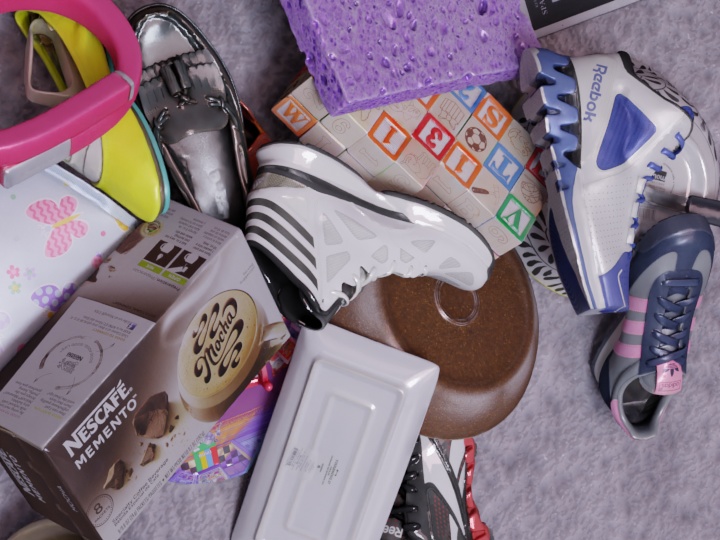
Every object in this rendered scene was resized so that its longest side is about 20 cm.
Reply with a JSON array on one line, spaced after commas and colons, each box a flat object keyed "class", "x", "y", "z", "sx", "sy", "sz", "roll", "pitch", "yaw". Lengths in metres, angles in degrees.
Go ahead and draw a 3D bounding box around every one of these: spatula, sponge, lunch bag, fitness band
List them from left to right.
[{"class": "lunch bag", "x": -0.255, "y": 0.001, "z": 1.239, "sx": 0.199, "sy": 0.127, "sz": 0.170, "roll": 31, "pitch": 81, "yaw": -12}, {"class": "fitness band", "x": -0.231, "y": -0.129, "z": 1.179, "sx": 0.143, "sy": 0.038, "sz": 0.200, "roll": 42, "pitch": 51, "yaw": 17}, {"class": "sponge", "x": 0.038, "y": -0.181, "z": 1.326, "sx": 0.199, "sy": 0.030, "sz": 0.112, "roll": -15, "pitch": 80, "yaw": -39}, {"class": "spatula", "x": 0.238, "y": -0.053, "z": 1.393, "sx": 0.199, "sy": 0.021, "sz": 0.057, "roll": 12, "pitch": 88, "yaw": -24}]

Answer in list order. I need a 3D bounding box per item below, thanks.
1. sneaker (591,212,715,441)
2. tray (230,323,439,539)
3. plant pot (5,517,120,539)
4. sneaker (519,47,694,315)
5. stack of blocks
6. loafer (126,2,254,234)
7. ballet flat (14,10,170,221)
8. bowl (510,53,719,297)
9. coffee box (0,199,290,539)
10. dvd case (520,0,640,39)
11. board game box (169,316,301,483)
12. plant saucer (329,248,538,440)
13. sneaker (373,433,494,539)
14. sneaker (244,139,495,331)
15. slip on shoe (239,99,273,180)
[{"class": "sneaker", "x": 0.237, "y": 0.048, "z": 1.415, "sx": 0.070, "sy": 0.082, "sz": 0.201, "roll": -3, "pitch": 135, "yaw": -13}, {"class": "tray", "x": -0.022, "y": 0.141, "z": 1.343, "sx": 0.107, "sy": 0.022, "sz": 0.201, "roll": 20, "pitch": 111, "yaw": 4}, {"class": "plant pot", "x": -0.169, "y": 0.289, "z": 1.280, "sx": 0.173, "sy": 0.199, "sz": 0.201, "roll": 24, "pitch": 85, "yaw": -39}, {"class": "sneaker", "x": 0.190, "y": -0.072, "z": 1.325, "sx": 0.114, "sy": 0.081, "sz": 0.201, "roll": -11, "pitch": 89, "yaw": -5}, {"class": "stack of blocks", "x": 0.045, "y": -0.096, "z": 1.352, "sx": 0.200, "sy": 0.058, "sz": 0.115, "roll": 43, "pitch": 52, "yaw": -12}, {"class": "loafer", "x": -0.107, "y": -0.087, "z": 1.263, "sx": 0.071, "sy": 0.063, "sz": 0.201, "roll": -22, "pitch": 108, "yaw": -7}, {"class": "ballet flat", "x": -0.189, "y": -0.111, "z": 1.243, "sx": 0.067, "sy": 0.067, "sz": 0.201, "roll": -8, "pitch": 57, "yaw": -25}, {"class": "bowl", "x": 0.212, "y": -0.071, "z": 1.443, "sx": 0.199, "sy": 0.094, "sz": 0.203, "roll": -2, "pitch": 95, "yaw": -22}, {"class": "coffee box", "x": -0.149, "y": 0.066, "z": 1.210, "sx": 0.200, "sy": 0.079, "sz": 0.113, "roll": -49, "pitch": 140, "yaw": -26}, {"class": "dvd case", "x": 0.185, "y": -0.280, "z": 1.450, "sx": 0.199, "sy": 0.025, "sz": 0.151, "roll": -22, "pitch": 103, "yaw": -20}, {"class": "board game box", "x": -0.111, "y": 0.064, "z": 1.331, "sx": 0.157, "sy": 0.039, "sz": 0.201, "roll": 29, "pitch": 93, "yaw": -22}, {"class": "plant saucer", "x": 0.064, "y": 0.025, "z": 1.380, "sx": 0.199, "sy": 0.037, "sz": 0.202, "roll": 12, "pitch": 67, "yaw": -30}, {"class": "sneaker", "x": 0.043, "y": 0.163, "z": 1.396, "sx": 0.098, "sy": 0.071, "sz": 0.202, "roll": -21, "pitch": 104, "yaw": -43}, {"class": "sneaker", "x": 0.000, "y": 0.000, "z": 1.284, "sx": 0.199, "sy": 0.076, "sz": 0.116, "roll": 25, "pitch": 68, "yaw": -25}, {"class": "slip on shoe", "x": -0.087, "y": -0.077, "z": 1.336, "sx": 0.074, "sy": 0.061, "sz": 0.200, "roll": -48, "pitch": 111, "yaw": -14}]
